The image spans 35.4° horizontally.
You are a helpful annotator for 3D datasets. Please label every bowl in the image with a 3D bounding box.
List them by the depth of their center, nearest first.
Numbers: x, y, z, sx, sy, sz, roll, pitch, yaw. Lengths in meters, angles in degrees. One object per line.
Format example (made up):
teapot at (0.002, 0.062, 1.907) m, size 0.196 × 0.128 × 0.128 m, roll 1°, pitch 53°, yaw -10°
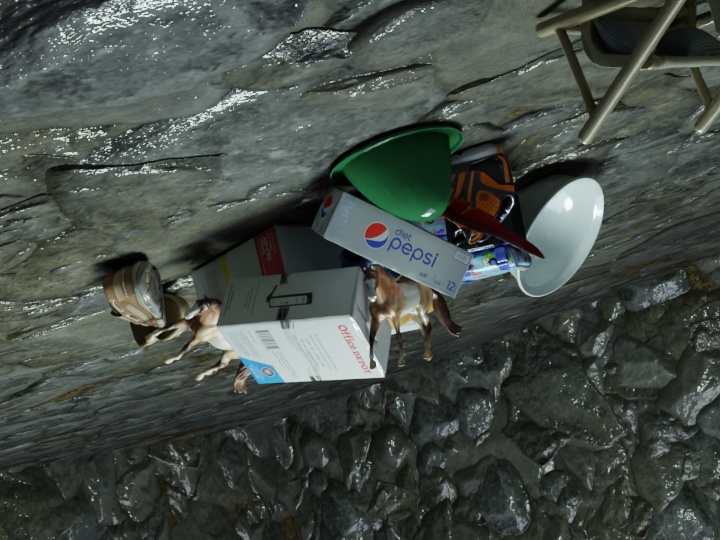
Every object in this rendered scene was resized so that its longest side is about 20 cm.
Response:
bowl at (0.281, -0.069, 1.746) m, size 0.200 × 0.090 × 0.204 m, roll -29°, pitch 136°, yaw -32°

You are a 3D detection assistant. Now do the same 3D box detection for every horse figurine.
horse figurine at (0.061, 0.056, 1.497) m, size 0.049 × 0.135 × 0.198 m, roll -6°, pitch 179°, yaw 39°
horse figurine at (-0.205, 0.102, 1.596) m, size 0.132 × 0.050 × 0.200 m, roll -33°, pitch 137°, yaw 18°

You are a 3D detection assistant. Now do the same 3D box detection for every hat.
hat at (0.074, -0.062, 1.348) m, size 0.199 × 0.179 × 0.164 m, roll -25°, pitch 165°, yaw 39°

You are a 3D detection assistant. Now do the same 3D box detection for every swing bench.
swing bench at (0.311, -0.226, 1.053) m, size 0.197 × 0.132 × 0.200 m, roll -7°, pitch 160°, yaw -37°

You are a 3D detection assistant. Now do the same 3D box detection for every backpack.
backpack at (0.130, -0.049, 1.600) m, size 0.197 × 0.137 × 0.182 m, roll -12°, pitch 176°, yaw 14°

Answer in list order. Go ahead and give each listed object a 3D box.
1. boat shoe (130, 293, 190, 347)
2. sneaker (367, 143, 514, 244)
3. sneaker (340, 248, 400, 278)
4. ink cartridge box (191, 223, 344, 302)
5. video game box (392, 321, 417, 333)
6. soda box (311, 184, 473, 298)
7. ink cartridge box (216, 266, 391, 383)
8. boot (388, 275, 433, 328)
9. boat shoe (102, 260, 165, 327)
boat shoe at (-0.301, 0.071, 1.757) m, size 0.064 × 0.072 × 0.199 m, roll -17°, pitch 179°, yaw -31°
sneaker at (0.108, -0.082, 1.474) m, size 0.197 × 0.114 × 0.077 m, roll -20°, pitch 168°, yaw 17°
sneaker at (0.000, 0.000, 1.551) m, size 0.078 × 0.076 × 0.201 m, roll 23°, pitch 125°, yaw -17°
ink cartridge box at (-0.128, 0.006, 1.633) m, size 0.199 × 0.085 × 0.144 m, roll -27°, pitch 165°, yaw 39°
video game box at (-0.024, 0.058, 1.868) m, size 0.180 × 0.048 × 0.199 m, roll -6°, pitch -158°, yaw -34°
soda box at (0.041, -0.037, 1.430) m, size 0.198 × 0.064 × 0.068 m, roll 25°, pitch -177°, yaw -19°
ink cartridge box at (-0.072, 0.077, 1.519) m, size 0.197 × 0.085 × 0.147 m, roll -5°, pitch 140°, yaw 20°
boot at (0.039, 0.056, 1.676) m, size 0.143 × 0.072 × 0.201 m, roll -28°, pitch 178°, yaw 11°
boat shoe at (-0.313, 0.035, 1.559) m, size 0.070 × 0.077 × 0.200 m, roll -8°, pitch 162°, yaw -4°
